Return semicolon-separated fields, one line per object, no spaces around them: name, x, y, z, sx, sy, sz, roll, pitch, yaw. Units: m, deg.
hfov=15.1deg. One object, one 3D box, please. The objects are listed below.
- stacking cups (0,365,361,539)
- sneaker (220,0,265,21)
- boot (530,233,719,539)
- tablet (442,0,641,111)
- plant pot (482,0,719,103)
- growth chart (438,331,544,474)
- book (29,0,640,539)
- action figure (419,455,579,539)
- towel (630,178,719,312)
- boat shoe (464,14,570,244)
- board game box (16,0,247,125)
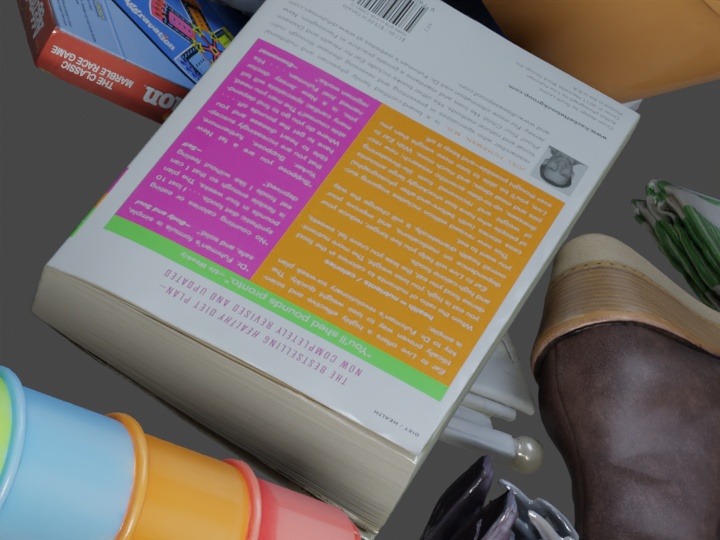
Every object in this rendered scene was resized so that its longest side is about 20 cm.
stacking cups;-0.086;0.052;0.726;0.200;0.061;0.061;19;28;-31
sneaker;-0.046;-0.134;1.057;0.088;0.074;0.200;20;12;-35
boot;0.143;0.087;0.984;0.200;0.072;0.166;28;38;-27
tablet;0.038;-0.128;1.287;0.200;0.014;0.130;38;24;10
plant pot;0.132;-0.160;1.148;0.200;0.140;0.200;30;45;-35
growth chart;0.000;0.000;0.992;0.145;0.018;0.200;24;26;-21
book;-0.003;-0.022;0.904;0.134;0.048;0.200;31;47;5
action figure;0.105;0.135;0.814;0.200;0.069;0.130;34;19;-8
towel;0.219;0.038;1.196;0.153;0.023;0.200;14;31;-40
boat shoe;0.061;-0.050;1.071;0.070;0.071;0.200;23;13;-22
board game box;-0.088;-0.104;1.049;0.103;0.019;0.200;23;20;-23
